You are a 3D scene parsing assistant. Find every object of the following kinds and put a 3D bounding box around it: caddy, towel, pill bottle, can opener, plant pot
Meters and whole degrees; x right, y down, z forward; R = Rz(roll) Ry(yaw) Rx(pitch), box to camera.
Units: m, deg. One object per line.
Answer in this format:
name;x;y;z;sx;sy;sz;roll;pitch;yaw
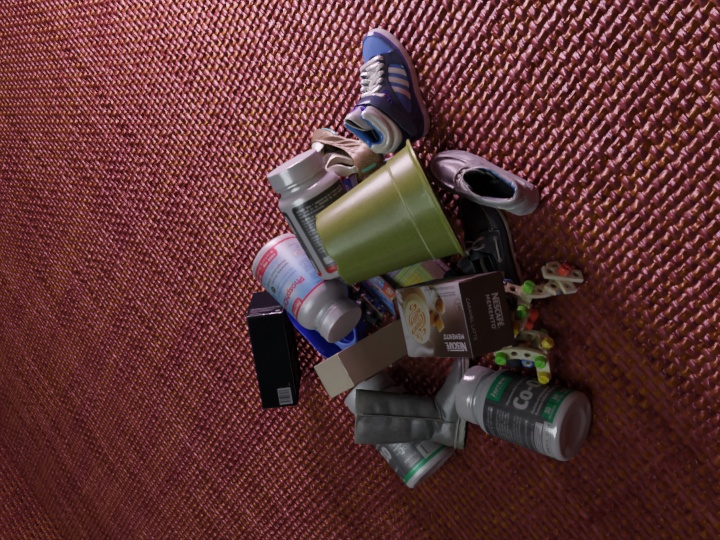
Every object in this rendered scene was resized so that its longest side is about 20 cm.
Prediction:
caddy;-0.065;0.078;1.779;0.200;0.105;0.142;45;133;20
towel;0.077;-0.015;1.627;0.200;0.023;0.144;45;140;4
pill bottle;-0.093;0.033;1.673;0.200;0.108;0.109;43;133;25
pill bottle;0.070;0.287;1.728;0.200;0.113;0.113;49;135;18
pill bottle;-0.066;-0.096;1.584;0.114;0.114;0.201;-14;110;47
can opener;0.203;0.076;1.535;0.078;0.063;0.201;-32;90;18
plant pot;0.037;-0.073;1.466;0.189;0.200;0.201;-26;90;7
pill bottle;0.260;0.225;1.522;0.199;0.113;0.114;14;118;39

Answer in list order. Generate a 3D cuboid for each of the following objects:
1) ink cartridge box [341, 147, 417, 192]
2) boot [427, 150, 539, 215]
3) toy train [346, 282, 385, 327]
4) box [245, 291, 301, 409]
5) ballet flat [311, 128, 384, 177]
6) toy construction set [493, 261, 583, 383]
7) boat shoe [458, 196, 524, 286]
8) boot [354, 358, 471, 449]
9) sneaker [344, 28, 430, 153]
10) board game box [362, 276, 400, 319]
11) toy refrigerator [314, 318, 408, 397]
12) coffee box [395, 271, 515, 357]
ink cartridge box;0.040;-0.125;1.633;0.200;0.042;0.120;-19;94;49
boot;0.174;-0.144;1.436;0.199;0.095;0.074;22;94;31
toy train;-0.021;0.028;1.715;0.200;0.046;0.034;47;145;21
box;-0.172;0.156;1.890;0.078;0.141;0.201;-6;108;4
ballet flat;-0.040;-0.197;1.625;0.200;0.072;0.068;25;155;47
toy construction set;0.262;0.075;1.443;0.130;0.092;0.201;18;119;3
boat shoe;0.201;-0.034;1.497;0.072;0.063;0.201;-20;94;47
boot;0.090;0.224;1.633;0.199;0.073;0.183;7;89;13
sneaker;0.022;-0.283;1.496;0.080;0.146;0.201;-22;93;47
board game box;0.000;0.000;1.704;0.200;0.019;0.103;45;171;20
toy refrigerator;0.021;0.151;1.659;0.076;0.200;0.070;-34;85;46
coffee box;0.141;0.070;1.438;0.200;0.079;0.115;-8;95;65
